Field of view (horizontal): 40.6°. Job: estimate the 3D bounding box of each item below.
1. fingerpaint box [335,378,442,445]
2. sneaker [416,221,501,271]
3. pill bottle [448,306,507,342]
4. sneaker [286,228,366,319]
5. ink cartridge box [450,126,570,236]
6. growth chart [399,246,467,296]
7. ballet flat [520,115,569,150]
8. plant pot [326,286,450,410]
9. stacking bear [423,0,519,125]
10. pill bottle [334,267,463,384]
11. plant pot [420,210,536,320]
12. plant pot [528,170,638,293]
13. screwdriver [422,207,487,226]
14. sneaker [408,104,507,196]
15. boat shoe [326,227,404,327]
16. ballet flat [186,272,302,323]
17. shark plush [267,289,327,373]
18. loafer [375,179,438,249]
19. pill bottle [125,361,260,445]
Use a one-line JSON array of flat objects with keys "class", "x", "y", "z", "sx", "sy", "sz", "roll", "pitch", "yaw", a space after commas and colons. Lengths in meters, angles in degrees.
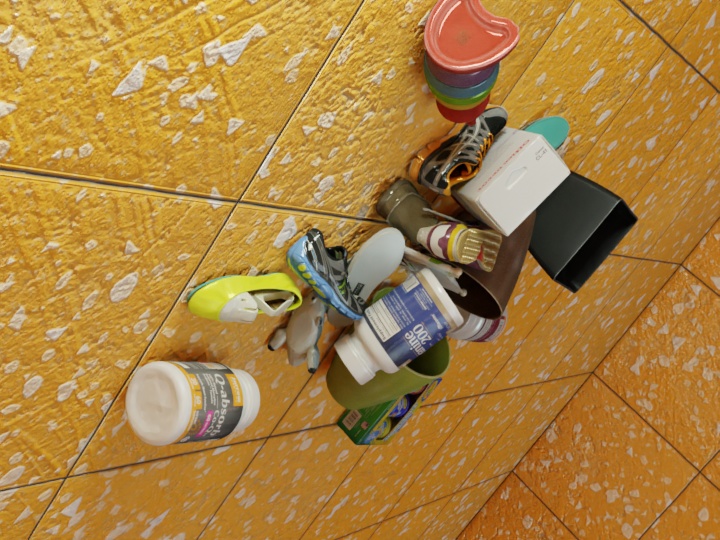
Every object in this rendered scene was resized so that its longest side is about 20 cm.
[{"class": "fingerpaint box", "x": 0.065, "y": 0.280, "z": 2.087, "sx": 0.201, "sy": 0.073, "sz": 0.166, "roll": -51, "pitch": 155, "yaw": 9}, {"class": "sneaker", "x": 0.164, "y": -0.047, "z": 1.586, "sx": 0.199, "sy": 0.089, "sz": 0.076, "roll": 15, "pitch": 93, "yaw": -63}, {"class": "pill bottle", "x": 0.219, "y": 0.087, "z": 1.996, "sx": 0.115, "sy": 0.114, "sz": 0.199, "roll": -51, "pitch": 154, "yaw": 12}, {"class": "sneaker", "x": -0.037, "y": 0.009, "z": 1.488, "sx": 0.083, "sy": 0.070, "sz": 0.200, "roll": -53, "pitch": 137, "yaw": -13}, {"class": "ink cartridge box", "x": 0.230, "y": -0.149, "z": 1.573, "sx": 0.148, "sy": 0.086, "sz": 0.200, "roll": -45, "pitch": -162, "yaw": 2}, {"class": "growth chart", "x": 0.116, "y": -0.001, "z": 1.662, "sx": 0.018, "sy": 0.143, "sz": 0.200, "roll": -63, "pitch": 164, "yaw": -7}, {"class": "ballet flat", "x": 0.287, "y": -0.209, "z": 1.738, "sx": 0.199, "sy": 0.072, "sz": 0.072, "roll": -38, "pitch": 154, "yaw": -18}, {"class": "plant pot", "x": 0.031, "y": 0.164, "z": 1.767, "sx": 0.200, "sy": 0.189, "sz": 0.186, "roll": -42, "pitch": 160, "yaw": 33}, {"class": "stacking bear", "x": 0.143, "y": -0.275, "z": 1.352, "sx": 0.114, "sy": 0.121, "sz": 0.200, "roll": -43, "pitch": 163, "yaw": -10}, {"class": "pill bottle", "x": 0.060, "y": 0.095, "z": 1.582, "sx": 0.199, "sy": 0.112, "sz": 0.111, "roll": -36, "pitch": 155, "yaw": 3}, {"class": "plant pot", "x": 0.229, "y": -0.048, "z": 1.769, "sx": 0.201, "sy": 0.185, "sz": 0.187, "roll": -55, "pitch": 158, "yaw": -15}, {"class": "plant pot", "x": 0.411, "y": -0.100, "z": 1.947, "sx": 0.201, "sy": 0.177, "sz": 0.199, "roll": -50, "pitch": 155, "yaw": 10}, {"class": "screwdriver", "x": 0.167, "y": -0.082, "z": 1.608, "sx": 0.029, "sy": 0.028, "sz": 0.199, "roll": -35, "pitch": 148, "yaw": 25}, {"class": "sneaker", "x": 0.169, "y": -0.188, "z": 1.551, "sx": 0.199, "sy": 0.077, "sz": 0.079, "roll": -40, "pitch": 153, "yaw": -17}, {"class": "boat shoe", "x": 0.000, "y": 0.000, "z": 1.583, "sx": 0.070, "sy": 0.064, "sz": 0.201, "roll": 24, "pitch": 119, "yaw": -26}, {"class": "ballet flat", "x": -0.156, "y": 0.043, "z": 1.390, "sx": 0.199, "sy": 0.067, "sz": 0.067, "roll": -9, "pitch": 138, "yaw": -52}, {"class": "shark plush", "x": -0.087, "y": 0.069, "z": 1.589, "sx": 0.083, "sy": 0.090, "sz": 0.203, "roll": -35, "pitch": 139, "yaw": -68}, {"class": "loafer", "x": 0.088, "y": -0.088, "z": 1.580, "sx": 0.076, "sy": 0.067, "sz": 0.200, "roll": -49, "pitch": 155, "yaw": 7}, {"class": "pill bottle", "x": -0.239, "y": 0.192, "z": 1.422, "sx": 0.117, "sy": 0.116, "sz": 0.199, "roll": -53, "pitch": 155, "yaw": 14}]
